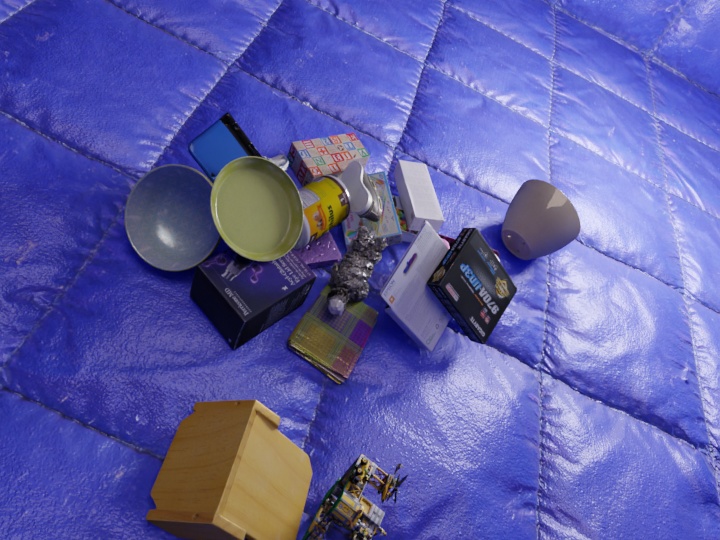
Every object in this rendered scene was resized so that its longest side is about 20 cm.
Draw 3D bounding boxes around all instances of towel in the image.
[{"bbox_3d":[-0.054,0.124,1.246,0.142,0.023,0.202,31,47,0],"label":"towel"}]

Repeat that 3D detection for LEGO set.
[{"bbox_3d":[-0.003,0.399,0.957,0.115,0.202,0.154,35,27,2],"label":"LEGO set"}]

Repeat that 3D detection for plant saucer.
[{"bbox_3d":[-0.201,-0.116,1.166,0.196,0.031,0.206,9,75,-35],"label":"plant saucer"}]

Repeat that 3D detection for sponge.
[{"bbox_3d":[-0.129,-0.094,1.373,0.109,0.030,0.203,-11,61,-31],"label":"sponge"}]

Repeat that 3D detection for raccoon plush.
[{"bbox_3d":[0.000,0.000,1.261,0.095,0.136,0.201,23,26,-13],"label":"raccoon plush"}]

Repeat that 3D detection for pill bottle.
[{"bbox_3d":[-0.116,-0.120,1.305,0.109,0.110,0.199,44,51,12],"label":"pill bottle"}]

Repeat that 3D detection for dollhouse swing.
[{"bbox_3d":[-0.203,0.349,0.990,0.177,0.178,0.203,-7,44,22],"label":"dollhouse swing"}]

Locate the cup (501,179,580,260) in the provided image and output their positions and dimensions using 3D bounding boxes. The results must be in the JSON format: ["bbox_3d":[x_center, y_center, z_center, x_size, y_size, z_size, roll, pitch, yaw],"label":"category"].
[{"bbox_3d":[0.452,-0.114,1.584,0.143,0.201,0.200,-40,76,-17],"label":"cup"}]

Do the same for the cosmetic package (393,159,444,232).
[{"bbox_3d":[0.143,-0.186,1.511,0.080,0.051,0.204,4,50,-18],"label":"cosmetic package"}]

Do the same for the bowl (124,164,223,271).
[{"bbox_3d":[-0.353,-0.103,1.201,0.197,0.203,0.108,32,5,2],"label":"bowl"}]

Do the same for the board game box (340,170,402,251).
[{"bbox_3d":[0.015,-0.142,1.439,0.131,0.035,0.204,-10,55,-2],"label":"board game box"}]

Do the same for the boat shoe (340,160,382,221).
[{"bbox_3d":[0.003,-0.184,1.409,0.060,0.072,0.204,33,25,-33],"label":"boat shoe"}]

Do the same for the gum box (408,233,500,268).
[{"bbox_3d":[0.224,-0.009,1.422,0.195,0.114,0.067,14,49,-16],"label":"gum box"}]

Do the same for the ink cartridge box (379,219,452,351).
[{"bbox_3d":[0.135,0.033,1.288,0.200,0.040,0.202,47,67,-29],"label":"ink cartridge box"}]

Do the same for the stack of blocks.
[{"bbox_3d":[-0.073,-0.274,1.520,0.197,0.059,0.116,-19,64,-36],"label":"stack of blocks"}]

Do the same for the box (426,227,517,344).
[{"bbox_3d":[0.247,0.034,1.317,0.160,0.046,0.201,-52,120,-20],"label":"box"}]

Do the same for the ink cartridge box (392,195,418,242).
[{"bbox_3d":[0.108,-0.129,1.512,0.195,0.042,0.122,9,52,-22],"label":"ink cartridge box"}]

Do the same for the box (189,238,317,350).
[{"bbox_3d":[-0.209,0.031,1.186,0.148,0.105,0.199,45,48,12],"label":"box"}]

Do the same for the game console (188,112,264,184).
[{"bbox_3d":[-0.256,-0.206,1.250,0.118,0.170,0.202,-39,107,-9],"label":"game console"}]

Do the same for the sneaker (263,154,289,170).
[{"bbox_3d":[-0.243,-0.239,1.375,0.199,0.076,0.087,-35,113,-41],"label":"sneaker"}]
